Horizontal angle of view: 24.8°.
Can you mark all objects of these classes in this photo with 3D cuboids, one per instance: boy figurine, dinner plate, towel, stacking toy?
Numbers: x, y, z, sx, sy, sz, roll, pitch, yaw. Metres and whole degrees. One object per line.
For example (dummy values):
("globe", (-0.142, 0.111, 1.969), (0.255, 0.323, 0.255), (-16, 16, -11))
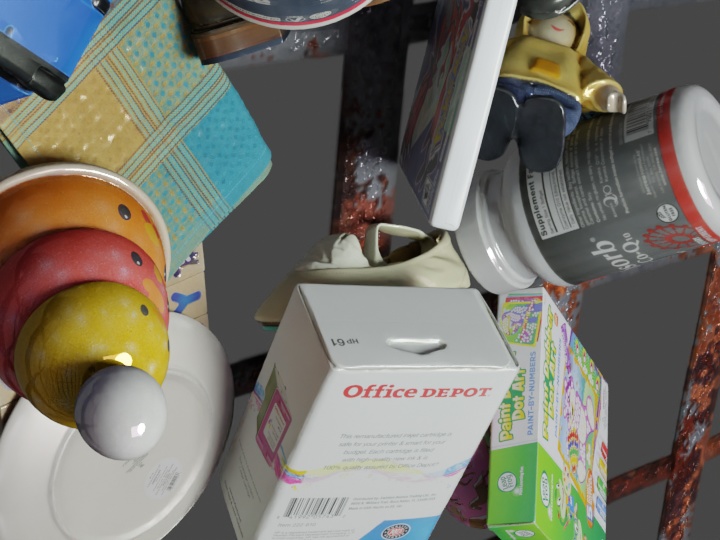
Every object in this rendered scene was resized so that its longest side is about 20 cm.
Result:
("boy figurine", (0.134, -0.139, 1.184), (0.200, 0.124, 0.065), (-60, 160, -55))
("dinner plate", (-0.158, 0.123, 1.101), (0.200, 0.024, 0.201), (-27, 132, -34))
("towel", (-0.143, -0.090, 1.011), (0.147, 0.022, 0.200), (-48, 132, -19))
("stacking toy", (-0.151, 0.043, 0.919), (0.145, 0.200, 0.147), (-14, 126, -19))

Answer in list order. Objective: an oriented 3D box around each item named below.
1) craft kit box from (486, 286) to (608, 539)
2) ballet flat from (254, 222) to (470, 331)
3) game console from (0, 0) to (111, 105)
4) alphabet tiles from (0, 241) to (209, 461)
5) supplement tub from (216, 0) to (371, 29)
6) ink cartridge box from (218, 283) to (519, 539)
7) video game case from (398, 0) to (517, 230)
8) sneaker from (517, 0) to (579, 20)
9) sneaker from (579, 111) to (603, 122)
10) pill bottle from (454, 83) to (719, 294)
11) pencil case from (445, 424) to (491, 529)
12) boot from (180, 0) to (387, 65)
("craft kit box", (0.156, 0.146, 1.340), (0.198, 0.048, 0.201), (46, 43, -52))
("ballet flat", (0.000, 0.000, 1.187), (0.199, 0.069, 0.070), (-9, 116, -45))
("game console", (-0.233, -0.167, 0.815), (0.200, 0.118, 0.171), (33, 83, -50))
("alphabet tiles", (-0.168, 0.028, 1.062), (0.167, 0.008, 0.201), (-25, 127, -35))
("supplement tub", (-0.040, -0.214, 0.864), (0.141, 0.140, 0.200), (-60, 176, -3))
("ink cartridge box", (0.002, 0.107, 1.143), (0.144, 0.085, 0.201), (2, 133, -27))
("video game case", (0.067, -0.145, 1.103), (0.023, 0.182, 0.201), (11, 105, -8))
("sneaker", (0.149, -0.281, 1.183), (0.088, 0.074, 0.201), (36, 74, -49))
("sneaker", (0.178, -0.069, 1.313), (0.095, 0.079, 0.201), (-41, 134, -20))
("pill bottle", (0.177, -0.054, 1.217), (0.116, 0.199, 0.116), (33, 48, -46))
("pencil case", (0.074, 0.121, 1.302), (0.083, 0.087, 0.200), (-34, 135, -4))
("boot", (-0.020, -0.202, 0.987), (0.199, 0.075, 0.097), (-21, 104, 1))
